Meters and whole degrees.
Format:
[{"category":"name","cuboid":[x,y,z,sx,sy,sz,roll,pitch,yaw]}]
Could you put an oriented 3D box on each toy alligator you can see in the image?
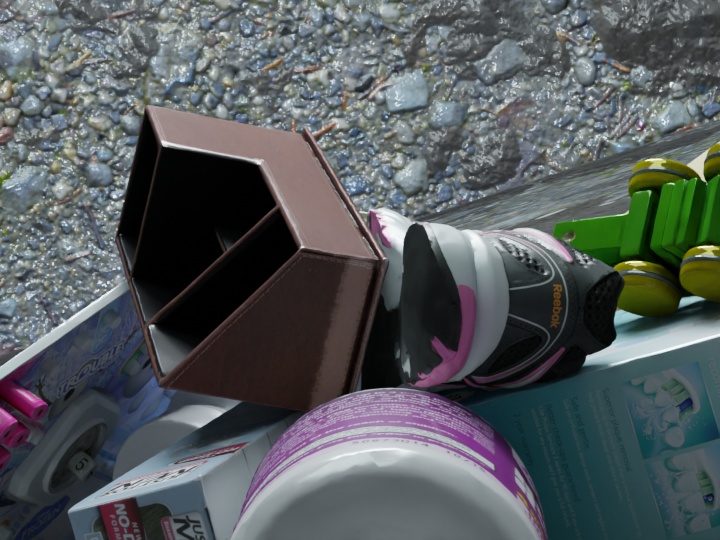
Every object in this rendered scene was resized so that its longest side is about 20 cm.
[{"category":"toy alligator","cuboid":[0.124,-0.007,1.126,0.054,0.059,0.200,31,-28,-33]}]

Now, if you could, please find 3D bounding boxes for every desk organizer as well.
[{"category":"desk organizer","cuboid":[-0.050,-0.008,1.136,0.077,0.072,0.200,10,15,-13]}]

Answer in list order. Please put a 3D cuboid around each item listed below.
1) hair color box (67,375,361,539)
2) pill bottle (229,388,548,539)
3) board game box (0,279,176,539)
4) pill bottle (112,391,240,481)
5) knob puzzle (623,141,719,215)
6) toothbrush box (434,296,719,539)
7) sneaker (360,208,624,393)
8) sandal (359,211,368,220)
[{"category":"hair color box","cuboid":[-0.037,0.109,1.089,0.060,0.099,0.200,-15,5,21]},{"category":"pill bottle","cuboid":[0.011,0.101,0.939,0.112,0.113,0.200,-17,5,3]},{"category":"board game box","cuboid":[-0.132,0.087,1.268,0.200,0.026,0.200,-37,-23,-45]},{"category":"pill bottle","cuboid":[-0.025,0.081,1.304,0.109,0.109,0.200,-14,6,37]},{"category":"knob puzzle","cuboid":[0.193,-0.036,1.226,0.219,0.031,0.220,-31,13,8]},{"category":"toothbrush box","cuboid":[0.124,0.062,1.123,0.199,0.086,0.146,-17,5,9]},{"category":"sneaker","cuboid":[0.050,0.019,1.072,0.086,0.081,0.200,3,4,-10]},{"category":"sandal","cuboid":[-0.001,0.000,1.286,0.079,0.058,0.201,-1,20,-10]}]
